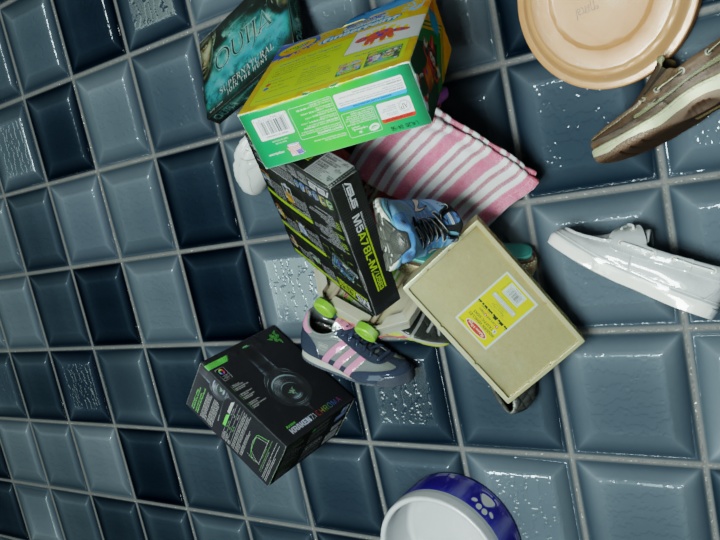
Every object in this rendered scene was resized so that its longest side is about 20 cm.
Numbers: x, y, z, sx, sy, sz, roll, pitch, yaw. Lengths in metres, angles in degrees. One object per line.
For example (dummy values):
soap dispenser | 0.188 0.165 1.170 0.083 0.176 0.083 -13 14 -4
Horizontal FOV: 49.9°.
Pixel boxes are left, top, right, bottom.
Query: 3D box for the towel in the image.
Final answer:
towel | 0.094 -0.117 0.929 0.198 0.030 0.146 28 141 -14

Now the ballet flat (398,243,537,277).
ballet flat | 0.122 0.001 0.976 0.196 0.071 0.066 5 120 15

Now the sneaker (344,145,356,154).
sneaker | -0.042 -0.107 1.079 0.085 0.080 0.203 22 119 23

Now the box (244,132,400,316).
box | -0.046 -0.066 0.925 0.199 0.047 0.195 37 157 47

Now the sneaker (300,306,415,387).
sneaker | -0.010 0.110 1.129 0.197 0.070 0.084 12 116 31

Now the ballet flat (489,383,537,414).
ballet flat | 0.165 0.091 1.006 0.066 0.057 0.202 -38 82 36

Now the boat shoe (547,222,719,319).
boat shoe | 0.309 -0.015 0.867 0.198 0.072 0.070 28 98 33

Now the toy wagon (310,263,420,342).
toy wagon | 0.000 0.000 1.045 0.198 0.156 0.040 27 160 23

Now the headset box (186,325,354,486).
headset box | -0.142 0.195 1.188 0.199 0.173 0.094 39 124 20

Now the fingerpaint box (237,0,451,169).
fingerpaint box | -0.011 -0.204 0.839 0.197 0.168 0.074 -12 126 23

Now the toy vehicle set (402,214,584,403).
toy vehicle set | 0.160 0.049 0.936 0.124 0.027 0.200 -41 98 16

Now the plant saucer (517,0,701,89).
plant saucer | 0.260 -0.298 0.828 0.198 0.032 0.204 13 112 33

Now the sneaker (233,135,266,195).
sneaker | -0.114 -0.178 1.110 0.099 0.078 0.201 40 125 14

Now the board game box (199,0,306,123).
board game box | -0.156 -0.315 1.089 0.198 0.028 0.138 -28 63 37

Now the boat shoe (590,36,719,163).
boat shoe | 0.325 -0.186 0.801 0.201 0.074 0.076 -29 76 31

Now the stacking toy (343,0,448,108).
stacking toy | 0.066 -0.230 0.957 0.108 0.116 0.203 -11 110 32

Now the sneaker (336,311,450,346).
sneaker | 0.043 0.061 1.084 0.197 0.079 0.091 22 151 18

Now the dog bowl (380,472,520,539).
dog bowl | 0.130 0.401 1.119 0.197 0.078 0.204 12 112 32

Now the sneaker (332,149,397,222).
sneaker | -0.023 -0.114 0.997 0.198 0.087 0.074 34 100 -2

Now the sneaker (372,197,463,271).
sneaker | 0.069 -0.055 0.876 0.088 0.200 0.080 -10 100 15
